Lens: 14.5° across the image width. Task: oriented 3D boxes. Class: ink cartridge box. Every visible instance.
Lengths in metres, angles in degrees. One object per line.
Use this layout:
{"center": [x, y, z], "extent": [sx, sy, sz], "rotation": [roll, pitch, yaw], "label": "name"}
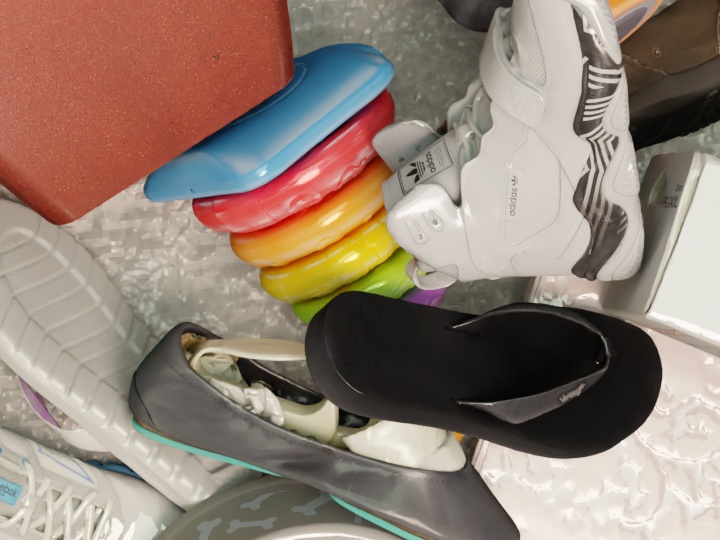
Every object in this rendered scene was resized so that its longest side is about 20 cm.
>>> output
{"center": [0.224, 0.018, 1.331], "extent": [0.200, 0.145, 0.083], "rotation": [21, 89, -3], "label": "ink cartridge box"}

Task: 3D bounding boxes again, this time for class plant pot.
{"center": [-0.141, -0.144, 1.300], "extent": [0.200, 0.200, 0.176], "rotation": [-34, 123, -7], "label": "plant pot"}

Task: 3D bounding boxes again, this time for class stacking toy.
{"center": [0.000, 0.000, 1.369], "extent": [0.110, 0.116, 0.200], "rotation": [-40, 107, -28], "label": "stacking toy"}

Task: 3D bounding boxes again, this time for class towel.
{"center": [0.164, 0.077, 1.414], "extent": [0.200, 0.032, 0.191], "rotation": [21, 87, -4], "label": "towel"}

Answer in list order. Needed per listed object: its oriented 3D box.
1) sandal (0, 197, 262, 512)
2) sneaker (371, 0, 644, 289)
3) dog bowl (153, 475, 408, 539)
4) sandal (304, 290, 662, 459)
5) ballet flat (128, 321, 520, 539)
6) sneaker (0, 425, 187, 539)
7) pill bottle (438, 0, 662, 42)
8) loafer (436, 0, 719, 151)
{"center": [-0.135, 0.052, 1.379], "extent": [0.203, 0.050, 0.082], "rotation": [47, 41, -4], "label": "sandal"}
{"center": [0.060, -0.068, 1.254], "extent": [0.115, 0.075, 0.200], "rotation": [-11, 131, 2], "label": "sneaker"}
{"center": [-0.026, 0.202, 1.357], "extent": [0.200, 0.059, 0.200], "rotation": [-2, 99, -13], "label": "dog bowl"}
{"center": [0.068, 0.046, 1.324], "extent": [0.200, 0.043, 0.076], "rotation": [4, 61, -36], "label": "sandal"}
{"center": [-0.011, 0.075, 1.330], "extent": [0.200, 0.073, 0.073], "rotation": [21, 86, 1], "label": "ballet flat"}
{"center": [-0.165, 0.113, 1.360], "extent": [0.200, 0.087, 0.075], "rotation": [22, 85, -5], "label": "sneaker"}
{"center": [0.058, -0.186, 1.325], "extent": [0.106, 0.106, 0.200], "rotation": [-35, 79, -5], "label": "pill bottle"}
{"center": [0.111, -0.089, 1.384], "extent": [0.200, 0.073, 0.071], "rotation": [-20, 71, -32], "label": "loafer"}
